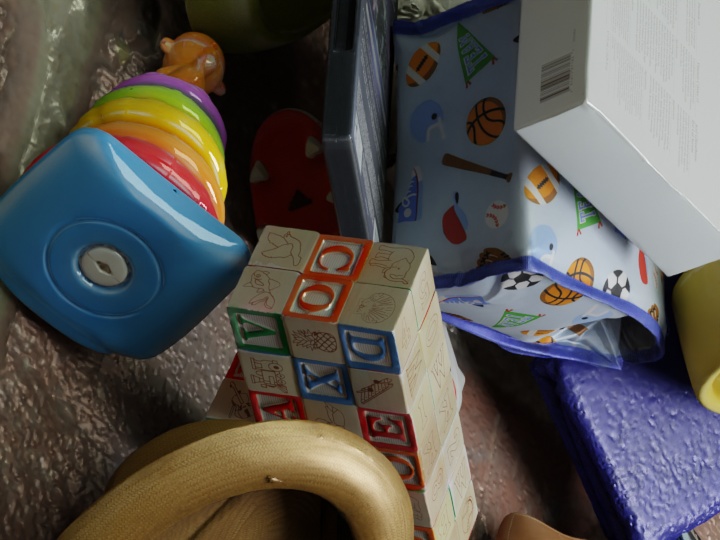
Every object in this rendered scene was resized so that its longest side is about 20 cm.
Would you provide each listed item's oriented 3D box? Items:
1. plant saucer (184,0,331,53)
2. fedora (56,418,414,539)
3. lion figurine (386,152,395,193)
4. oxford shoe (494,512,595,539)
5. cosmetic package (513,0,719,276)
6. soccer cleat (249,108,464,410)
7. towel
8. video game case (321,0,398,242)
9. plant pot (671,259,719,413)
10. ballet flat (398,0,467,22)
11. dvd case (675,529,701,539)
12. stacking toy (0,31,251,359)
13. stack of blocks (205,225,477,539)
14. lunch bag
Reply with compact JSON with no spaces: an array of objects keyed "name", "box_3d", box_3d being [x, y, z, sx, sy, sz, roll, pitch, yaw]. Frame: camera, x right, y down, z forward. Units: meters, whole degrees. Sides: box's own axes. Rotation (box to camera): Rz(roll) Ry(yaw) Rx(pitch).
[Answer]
[{"name":"plant saucer","box_3d":[-0.021,-0.201,1.425,0.031,0.201,0.200,34,35,21]},{"name":"fedora","box_3d":[-0.075,0.135,1.256,0.200,0.201,0.082,32,17,-36]},{"name":"lion figurine","box_3d":[0.077,-0.056,1.568,0.123,0.072,0.201,48,58,-35]},{"name":"oxford shoe","box_3d":[0.153,0.200,1.541,0.200,0.071,0.072,35,43,-35]},{"name":"cosmetic package","box_3d":[0.147,-0.121,1.392,0.151,0.051,0.201,38,44,-37]},{"name":"soccer cleat","box_3d":[0.000,0.000,1.455,0.201,0.068,0.085,61,21,-3]},{"name":"towel","box_3d":[0.199,0.070,1.575,0.199,0.049,0.148,-32,100,-31]},{"name":"video game case","box_3d":[0.001,-0.111,1.372,0.143,0.019,0.201,79,12,-57]},{"name":"plant pot","box_3d":[0.266,-0.038,1.500,0.200,0.200,0.190,8,61,-46]},{"name":"ballet flat","box_3d":[0.076,-0.173,1.605,0.199,0.071,0.072,13,65,-44]},{"name":"dvd case","box_3d":[0.226,0.224,1.566,0.146,0.022,0.200,54,10,-18]},{"name":"stacking toy","box_3d":[-0.108,-0.062,1.340,0.116,0.110,0.201,38,37,-17]},{"name":"stack of blocks","box_3d":[-0.014,0.072,1.299,0.201,0.114,0.059,79,26,-44]},{"name":"lunch bag","box_3d":[0.107,-0.045,1.456,0.199,0.123,0.171,18,68,-48]}]
